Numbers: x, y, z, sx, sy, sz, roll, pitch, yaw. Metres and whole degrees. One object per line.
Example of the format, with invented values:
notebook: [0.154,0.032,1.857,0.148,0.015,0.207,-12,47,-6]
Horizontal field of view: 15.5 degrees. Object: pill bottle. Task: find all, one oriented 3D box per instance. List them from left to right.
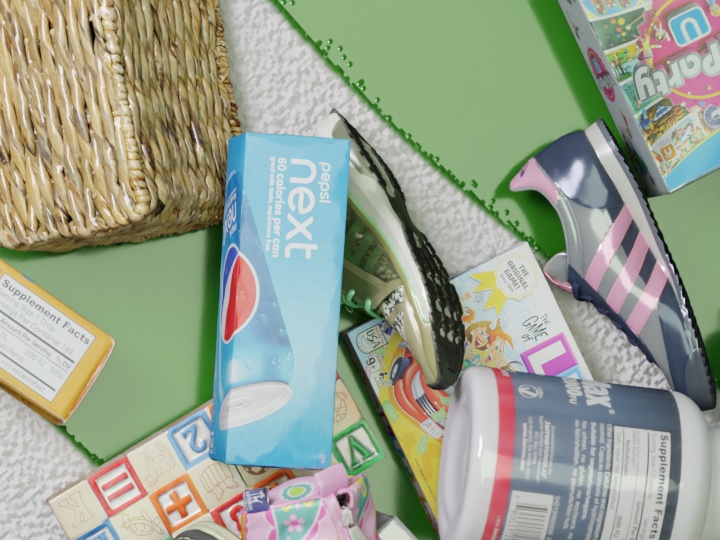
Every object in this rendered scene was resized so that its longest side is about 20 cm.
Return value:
pill bottle: [0.155,0.129,1.645,0.198,0.120,0.121,7,87,-8]

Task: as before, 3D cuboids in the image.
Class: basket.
basket: [-0.173,-0.115,1.667,0.142,0.149,0.202,-11,89,25]

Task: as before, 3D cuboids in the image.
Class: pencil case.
pencil case: [-0.009,0.218,1.586,0.087,0.087,0.202,-16,89,-8]

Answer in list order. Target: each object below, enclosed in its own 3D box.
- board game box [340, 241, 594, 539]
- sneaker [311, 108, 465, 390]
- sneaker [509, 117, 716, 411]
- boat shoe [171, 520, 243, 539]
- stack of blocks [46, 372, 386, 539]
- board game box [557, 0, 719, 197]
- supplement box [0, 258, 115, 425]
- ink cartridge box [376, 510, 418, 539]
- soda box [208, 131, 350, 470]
board game box: [0.090,0.101,1.714,0.134,0.034,0.201,-27,91,-8]
sneaker: [0.000,0.000,1.677,0.088,0.077,0.201,-33,63,12]
sneaker: [0.165,0.008,1.720,0.082,0.070,0.201,-24,88,7]
boat shoe: [-0.065,0.240,1.541,0.066,0.072,0.202,-16,71,-46]
stack of blocks: [-0.085,0.143,1.676,0.199,0.059,0.116,-31,92,-8]
board game box: [0.215,-0.170,1.729,0.147,0.064,0.201,-26,92,-8]
supplement box: [-0.250,0.016,1.656,0.200,0.067,0.069,37,81,-5]
ink cartridge box: [0.028,0.272,1.674,0.144,0.085,0.200,-43,92,-8]
soda box: [-0.050,0.019,1.620,0.067,0.064,0.202,4,88,-13]
